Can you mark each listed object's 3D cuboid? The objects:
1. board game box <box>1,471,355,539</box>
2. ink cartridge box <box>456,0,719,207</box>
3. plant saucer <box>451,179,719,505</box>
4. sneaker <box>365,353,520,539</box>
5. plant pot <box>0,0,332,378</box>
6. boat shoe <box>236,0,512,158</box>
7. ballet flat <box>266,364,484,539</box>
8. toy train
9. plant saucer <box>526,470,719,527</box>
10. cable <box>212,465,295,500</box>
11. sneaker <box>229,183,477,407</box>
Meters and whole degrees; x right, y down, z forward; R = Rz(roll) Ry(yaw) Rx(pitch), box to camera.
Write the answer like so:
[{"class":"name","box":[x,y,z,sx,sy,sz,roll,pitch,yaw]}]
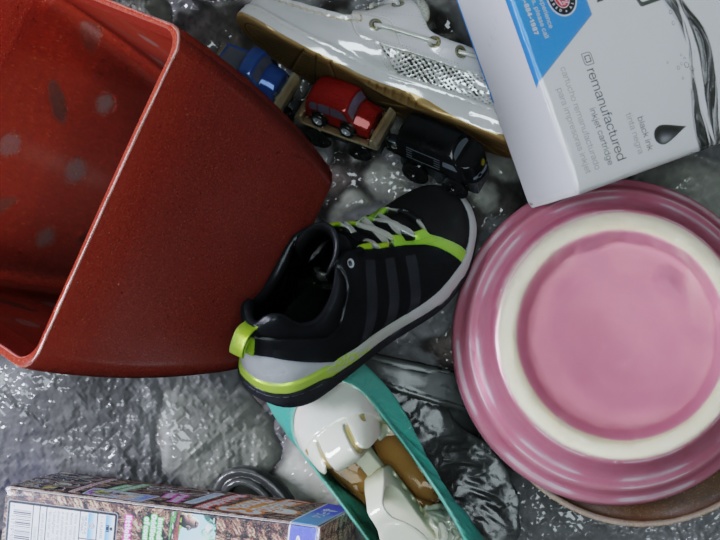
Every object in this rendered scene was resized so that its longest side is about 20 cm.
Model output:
[{"class":"board game box","box":[-0.115,0.216,1.256,0.200,0.097,0.160,6,92,13]},{"class":"ink cartridge box","box":[0.178,-0.140,1.231,0.200,0.084,0.146,-21,92,-17]},{"class":"plant saucer","box":[0.155,0.041,1.241,0.200,0.051,0.201,0,82,1]},{"class":"sneaker","box":[0.010,0.104,1.285,0.200,0.060,0.104,13,88,-3]},{"class":"plant pot","box":[-0.139,-0.042,1.207,0.176,0.200,0.200,24,92,-44]},{"class":"boat shoe","box":[0.023,-0.137,1.277,0.200,0.071,0.069,23,83,-1]},{"class":"ballet flat","box":[0.009,0.119,1.224,0.067,0.070,0.200,-38,93,9]},{"class":"toy train","box":[-0.013,-0.096,1.263,0.200,0.046,0.034,22,61,17]},{"class":"plant saucer","box":[0.173,0.060,1.281,0.200,0.037,0.201,0,83,0]},{"class":"cable","box":[-0.010,0.198,1.310,0.200,0.050,0.097,27,107,13]},{"class":"sneaker","box":[0.000,0.000,1.209,0.072,0.083,0.200,23,52,31]}]
